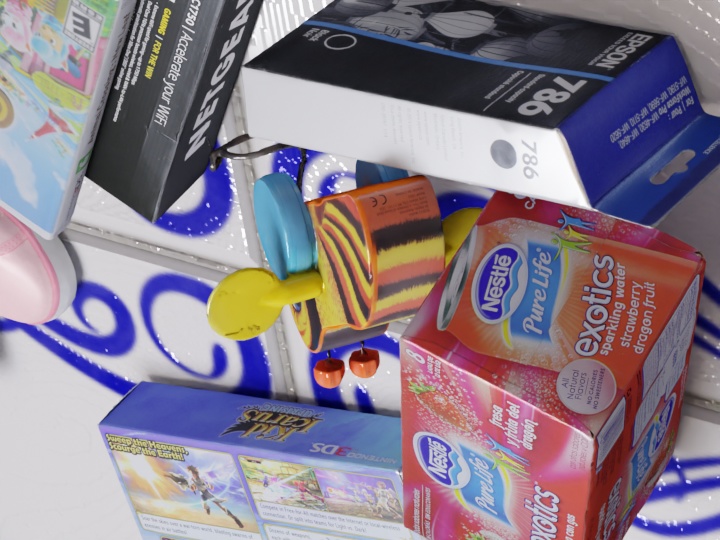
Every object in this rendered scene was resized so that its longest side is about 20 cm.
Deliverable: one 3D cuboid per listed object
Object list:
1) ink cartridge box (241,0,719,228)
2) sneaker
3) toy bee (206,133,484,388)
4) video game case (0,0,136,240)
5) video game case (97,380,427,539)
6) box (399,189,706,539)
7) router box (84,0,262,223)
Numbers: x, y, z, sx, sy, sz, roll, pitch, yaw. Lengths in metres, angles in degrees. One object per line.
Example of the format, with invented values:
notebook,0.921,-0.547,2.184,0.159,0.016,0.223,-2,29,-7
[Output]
ink cartridge box,0.058,-0.073,1.256,0.199,0.099,0.039,14,124,30
sneaker,-0.247,-0.025,1.556,0.200,0.105,0.075,42,138,1
toy bee,0.000,0.000,1.332,0.130,0.200,0.109,-11,103,4
video game case,-0.201,-0.128,1.406,0.199,0.022,0.182,36,141,10
video game case,-0.024,0.151,1.560,0.199,0.045,0.182,7,128,37
box,0.080,0.056,1.302,0.095,0.100,0.200,28,157,15
router box,-0.122,-0.135,1.394,0.149,0.051,0.200,34,139,10
